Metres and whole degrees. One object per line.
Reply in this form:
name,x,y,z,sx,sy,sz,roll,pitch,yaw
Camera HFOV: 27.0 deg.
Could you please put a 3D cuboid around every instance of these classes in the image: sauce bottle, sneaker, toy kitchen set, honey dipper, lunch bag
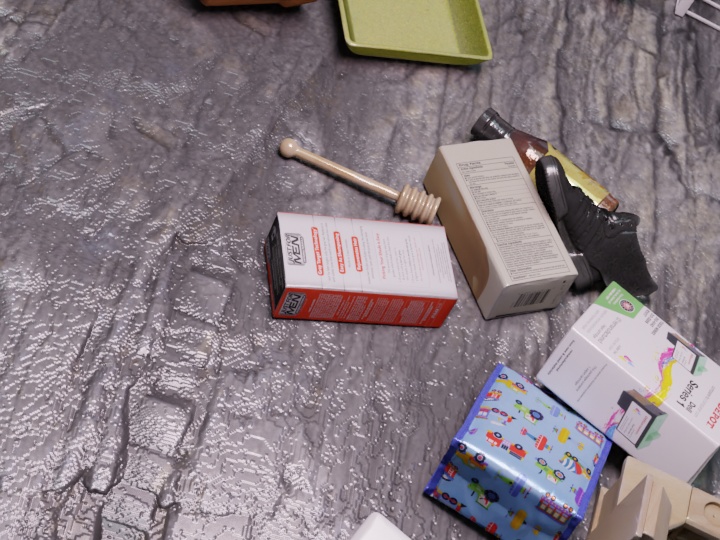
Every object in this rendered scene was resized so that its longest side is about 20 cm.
sauce bottle,0.221,-0.121,1.817,0.200,0.066,0.066,42,52,9
sneaker,0.275,-0.053,1.744,0.103,0.202,0.060,-20,18,-5
toy kitchen set,0.323,0.295,1.487,0.179,0.164,0.201,25,50,-2
honey dipper,-0.002,-0.107,1.744,0.198,0.038,0.038,24,50,2
lunch bag,0.180,0.184,1.573,0.150,0.095,0.200,31,41,7

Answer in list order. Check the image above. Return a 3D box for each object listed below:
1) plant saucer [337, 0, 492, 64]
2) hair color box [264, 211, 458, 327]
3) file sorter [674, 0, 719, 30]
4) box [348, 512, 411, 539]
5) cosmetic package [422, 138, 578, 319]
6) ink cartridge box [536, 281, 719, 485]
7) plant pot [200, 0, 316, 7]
plant saucer,0.055,-0.339,1.925,0.198,0.048,0.202,4,54,-19
hair color box,0.000,0.000,1.646,0.198,0.061,0.102,5,54,-19
file sorter,0.546,-0.449,2.140,0.123,0.139,0.201,24,50,-5
box,-0.004,0.363,1.288,0.171,0.201,0.199,38,52,7
cosmetic package,0.159,-0.051,1.738,0.104,0.071,0.202,-7,58,-25
ink cartridge box,0.311,0.125,1.637,0.199,0.084,0.145,39,33,10
plant pot,-0.143,-0.406,1.818,0.139,0.201,0.201,-19,62,-13
